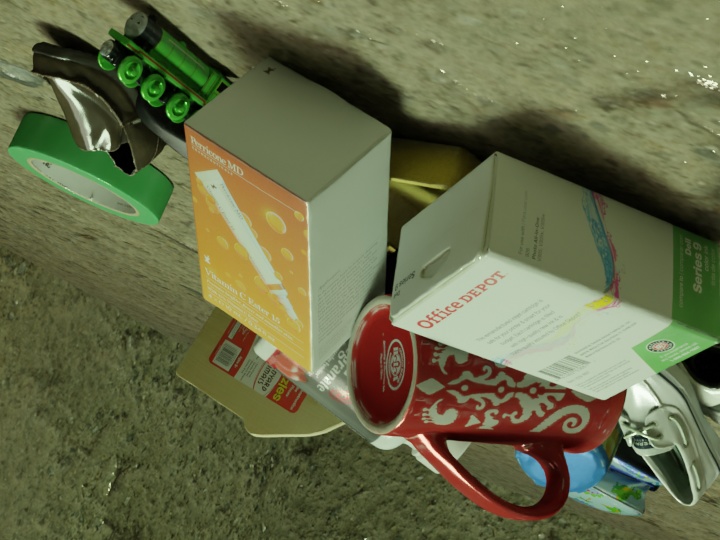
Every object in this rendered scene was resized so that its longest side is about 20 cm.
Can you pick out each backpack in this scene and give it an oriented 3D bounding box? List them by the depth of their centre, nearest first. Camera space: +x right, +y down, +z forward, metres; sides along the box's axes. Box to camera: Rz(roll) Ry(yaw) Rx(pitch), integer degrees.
[{"bbox_3d":[0.275,0.199,1.615,0.181,0.148,0.200,27,173,1],"label":"backpack"}]

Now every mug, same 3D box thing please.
[{"bbox_3d":[0.105,0.096,1.092,0.198,0.179,0.134,6,137,-31],"label":"mug"}]

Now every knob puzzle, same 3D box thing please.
[{"bbox_3d":[-0.051,0.073,1.312,0.217,0.222,0.030,20,168,20],"label":"knob puzzle"}]

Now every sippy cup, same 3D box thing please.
[{"bbox_3d":[0.220,0.154,1.425,0.177,0.131,0.140,-26,118,38],"label":"sippy cup"}]

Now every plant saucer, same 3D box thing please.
[{"bbox_3d":[0.062,-0.055,1.121,0.199,0.049,0.199,14,164,44],"label":"plant saucer"}]

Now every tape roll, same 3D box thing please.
[{"bbox_3d":[-0.324,-0.120,1.644,0.198,0.049,0.201,23,170,4],"label":"tape roll"}]

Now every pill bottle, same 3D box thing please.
[{"bbox_3d":[0.014,0.086,1.199,0.199,0.111,0.111,38,168,-4],"label":"pill bottle"}]

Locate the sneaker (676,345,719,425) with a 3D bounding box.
[{"bbox_3d":[0.299,0.090,1.293,0.198,0.074,0.080,9,148,41],"label":"sneaker"}]

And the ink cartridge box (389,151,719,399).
[{"bbox_3d":[0.140,0.009,0.995,0.198,0.089,0.145,18,151,-21],"label":"ink cartridge box"}]

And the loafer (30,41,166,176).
[{"bbox_3d":[-0.243,-0.146,1.281,0.072,0.072,0.200,17,167,31],"label":"loafer"}]

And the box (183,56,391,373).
[{"bbox_3d":[-0.053,-0.040,1.053,0.124,0.097,0.201,32,146,24],"label":"box"}]

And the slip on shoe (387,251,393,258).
[{"bbox_3d":[0.000,0.000,1.261,0.198,0.074,0.062,24,131,13],"label":"slip on shoe"}]

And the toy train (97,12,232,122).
[{"bbox_3d":[-0.135,-0.143,1.105,0.042,0.057,0.200,35,178,38],"label":"toy train"}]

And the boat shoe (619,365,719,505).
[{"bbox_3d":[0.273,0.139,1.247,0.200,0.067,0.073,46,151,-25],"label":"boat shoe"}]

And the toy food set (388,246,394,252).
[{"bbox_3d":[-0.055,-0.063,1.335,0.198,0.049,0.198,20,168,21],"label":"toy food set"}]

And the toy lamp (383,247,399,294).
[{"bbox_3d":[0.095,0.030,1.193,0.058,0.059,0.199,15,172,38],"label":"toy lamp"}]

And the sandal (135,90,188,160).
[{"bbox_3d":[-0.117,-0.092,1.211,0.199,0.075,0.045,38,133,-6],"label":"sandal"}]
